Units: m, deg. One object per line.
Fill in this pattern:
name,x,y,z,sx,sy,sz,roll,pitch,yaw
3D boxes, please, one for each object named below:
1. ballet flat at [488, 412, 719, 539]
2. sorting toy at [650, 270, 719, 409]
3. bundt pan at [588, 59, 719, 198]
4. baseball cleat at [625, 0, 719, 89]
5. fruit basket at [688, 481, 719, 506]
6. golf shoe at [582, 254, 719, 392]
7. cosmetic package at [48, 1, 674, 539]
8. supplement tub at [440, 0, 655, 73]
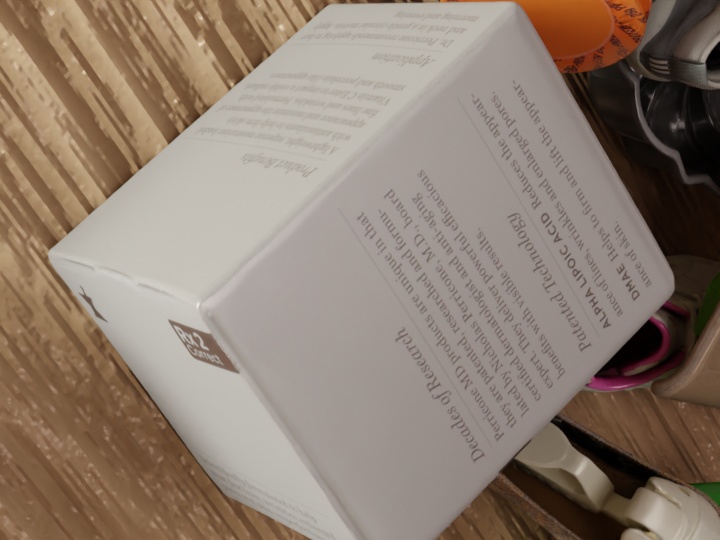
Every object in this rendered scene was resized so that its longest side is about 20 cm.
ballet flat,0.124,0.118,0.905,0.068,0.199,0.067,-56,159,-17
sorting toy,0.236,-0.012,0.958,0.201,0.036,0.185,-58,153,9
bundt pan,0.194,-0.139,0.977,0.201,0.076,0.204,-5,99,-32
baseball cleat,0.226,-0.141,0.891,0.200,0.106,0.070,-35,127,-17
fruit basket,0.167,0.237,0.998,0.214,0.156,0.217,3,118,6
golf shoe,0.159,0.036,0.972,0.199,0.091,0.076,-9,100,-32
cosmetic package,0.000,0.000,0.825,0.200,0.165,0.165,-43,116,-18
supplement tub,0.102,-0.204,0.854,0.122,0.122,0.201,28,61,-31
